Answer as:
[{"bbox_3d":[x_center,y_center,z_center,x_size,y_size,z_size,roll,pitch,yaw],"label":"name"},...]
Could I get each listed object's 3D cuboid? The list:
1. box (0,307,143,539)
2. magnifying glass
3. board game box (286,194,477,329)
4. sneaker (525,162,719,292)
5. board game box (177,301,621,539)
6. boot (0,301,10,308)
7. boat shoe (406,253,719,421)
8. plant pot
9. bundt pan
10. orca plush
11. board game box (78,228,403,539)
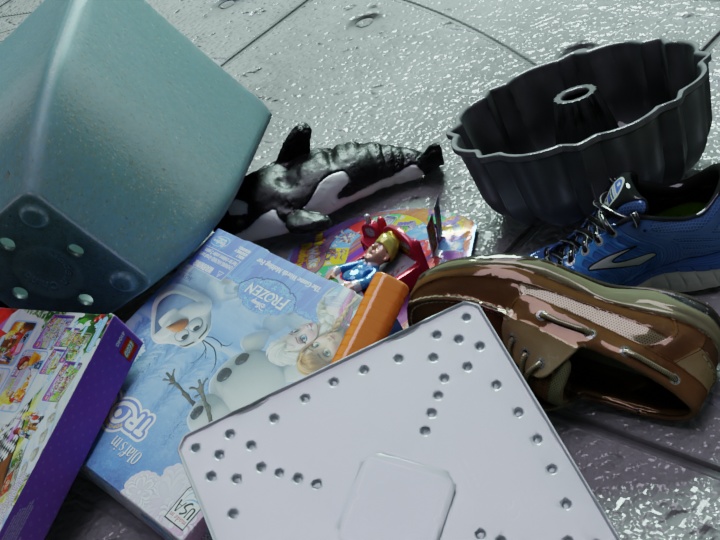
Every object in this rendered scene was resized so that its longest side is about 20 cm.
[{"bbox_3d":[-0.244,0.119,0.875,0.135,0.039,0.202,2,56,36],"label":"box"},{"bbox_3d":[-0.022,0.092,0.793,0.079,0.022,0.202,27,69,0],"label":"magnifying glass"},{"bbox_3d":[0.000,0.000,0.965,0.156,0.039,0.201,-6,36,19],"label":"board game box"},{"bbox_3d":[0.165,-0.022,0.869,0.197,0.090,0.079,-21,34,3],"label":"sneaker"},{"bbox_3d":[0.021,0.137,0.723,0.198,0.026,0.201,-25,56,-7],"label":"board game box"},{"bbox_3d":[-0.340,0.003,1.111,0.196,0.074,0.163,0,42,25],"label":"boot"},{"bbox_3d":[0.121,0.044,0.800,0.197,0.076,0.074,9,52,19],"label":"boat shoe"},{"bbox_3d":[-0.212,-0.068,0.999,0.195,0.196,0.202,-31,34,34],"label":"plant pot"},{"bbox_3d":[0.168,-0.098,0.964,0.199,0.077,0.203,-19,24,8],"label":"bundt pan"},{"bbox_3d":[-0.032,-0.084,1.057,0.197,0.072,0.106,-13,25,12],"label":"orca plush"},{"bbox_3d":[-0.099,0.077,0.882,0.199,0.044,0.199,23,64,45],"label":"board game box"}]
